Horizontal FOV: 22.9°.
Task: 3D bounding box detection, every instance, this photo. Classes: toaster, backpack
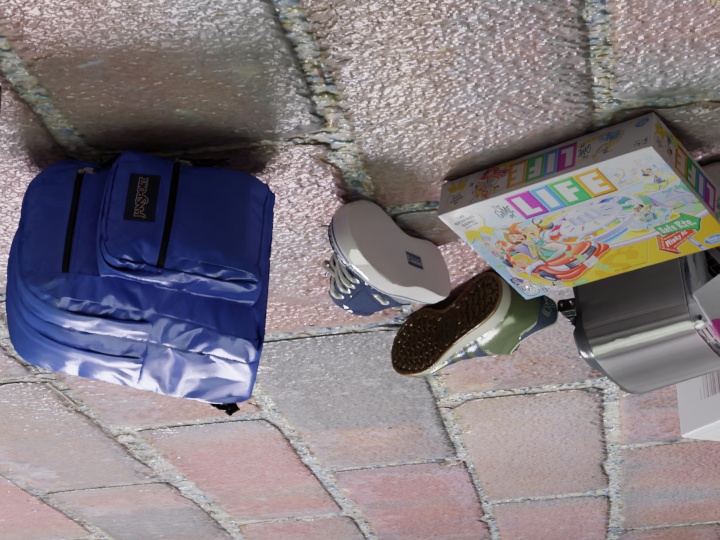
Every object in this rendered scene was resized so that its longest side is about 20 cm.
[{"bbox_3d":[0.270,0.035,1.620,0.128,0.115,0.200,-16,154,23],"label":"toaster"},{"bbox_3d":[-0.168,-0.010,1.355,0.198,0.164,0.169,8,139,-7],"label":"backpack"}]

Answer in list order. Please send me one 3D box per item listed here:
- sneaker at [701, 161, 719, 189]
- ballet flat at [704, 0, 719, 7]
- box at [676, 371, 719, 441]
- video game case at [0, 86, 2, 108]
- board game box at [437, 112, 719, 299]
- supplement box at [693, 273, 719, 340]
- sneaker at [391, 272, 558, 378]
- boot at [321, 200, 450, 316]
[{"bbox_3d":[0.312,-0.042,1.435,0.075,0.089,0.199,12,156,-41],"label":"sneaker"},{"bbox_3d":[0.298,-0.173,1.090,0.198,0.066,0.071,-6,161,9],"label":"ballet flat"},{"bbox_3d":[0.457,0.116,1.884,0.198,0.108,0.152,7,158,-27],"label":"box"},{"bbox_3d":[-0.374,-0.115,1.189,0.180,0.036,0.199,-16,158,35],"label":"video game case"},{"bbox_3d":[0.180,-0.047,1.420,0.199,0.035,0.134,-17,137,36],"label":"board game box"},{"bbox_3d":[0.396,0.012,1.480,0.199,0.102,0.103,-37,149,18],"label":"supplement box"},{"bbox_3d":[0.115,0.064,1.734,0.089,0.068,0.200,13,152,-27],"label":"sneaker"},{"bbox_3d":[0.000,0.000,1.523,0.090,0.074,0.200,-18,158,22],"label":"boot"}]
